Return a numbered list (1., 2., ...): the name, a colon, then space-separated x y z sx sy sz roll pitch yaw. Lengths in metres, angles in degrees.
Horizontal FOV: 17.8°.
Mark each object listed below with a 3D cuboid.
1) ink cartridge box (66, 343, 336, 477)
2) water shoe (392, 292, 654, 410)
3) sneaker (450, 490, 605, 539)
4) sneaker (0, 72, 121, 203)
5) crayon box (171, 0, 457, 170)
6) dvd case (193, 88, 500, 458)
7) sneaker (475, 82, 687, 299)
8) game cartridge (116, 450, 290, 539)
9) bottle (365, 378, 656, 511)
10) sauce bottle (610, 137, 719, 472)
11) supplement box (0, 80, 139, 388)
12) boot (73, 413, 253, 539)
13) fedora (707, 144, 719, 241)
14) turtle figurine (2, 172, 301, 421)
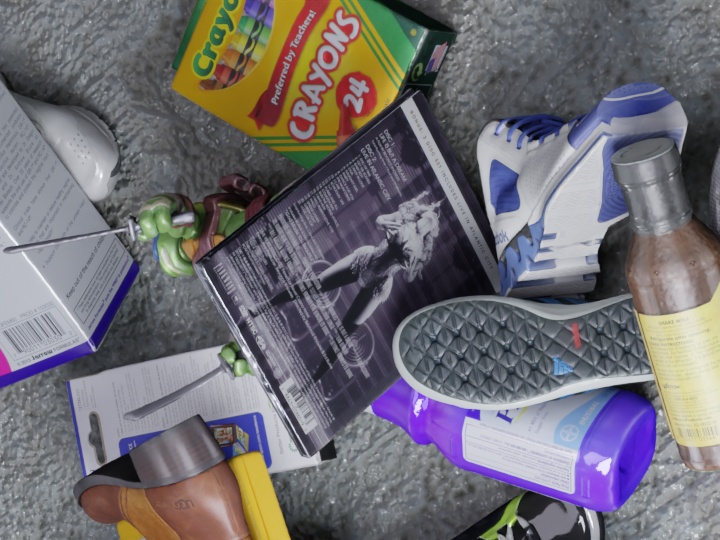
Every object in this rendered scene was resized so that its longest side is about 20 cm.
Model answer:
1. ink cartridge box: -0.116 0.106 1.646 0.199 0.037 0.096 -12 87 26
2. water shoe: 0.121 0.053 1.462 0.198 0.079 0.072 -3 84 5
3. sneaker: 0.075 0.209 1.520 0.200 0.083 0.072 -39 75 24
4. sneaker: -0.264 -0.102 1.686 0.199 0.087 0.075 25 102 24
5. crayon box: -0.047 -0.151 1.587 0.199 0.051 0.128 30 107 24
6. dvd case: 0.000 0.000 1.471 0.016 0.200 0.149 5 129 55
7. sneaker: 0.121 -0.067 1.455 0.200 0.080 0.116 -61 42 50
8. game cartridge: -0.096 0.231 1.590 0.200 0.032 0.178 -33 74 58
9. bottle: 0.091 0.095 1.506 0.199 0.084 0.066 16 130 27
10. sauce bottle: 0.195 0.020 1.373 0.064 0.065 0.201 -8 112 28
11. supplement box: -0.263 -0.033 1.628 0.101 0.104 0.201 -20 118 30
12. boot: -0.105 0.208 1.541 0.188 0.068 0.201 -30 86 52
13. fedora: 0.306 -0.049 1.372 0.200 0.090 0.178 -45 61 29
14. turtle figurine: -0.090 0.011 1.531 0.193 0.199 0.145 -10 100 41
